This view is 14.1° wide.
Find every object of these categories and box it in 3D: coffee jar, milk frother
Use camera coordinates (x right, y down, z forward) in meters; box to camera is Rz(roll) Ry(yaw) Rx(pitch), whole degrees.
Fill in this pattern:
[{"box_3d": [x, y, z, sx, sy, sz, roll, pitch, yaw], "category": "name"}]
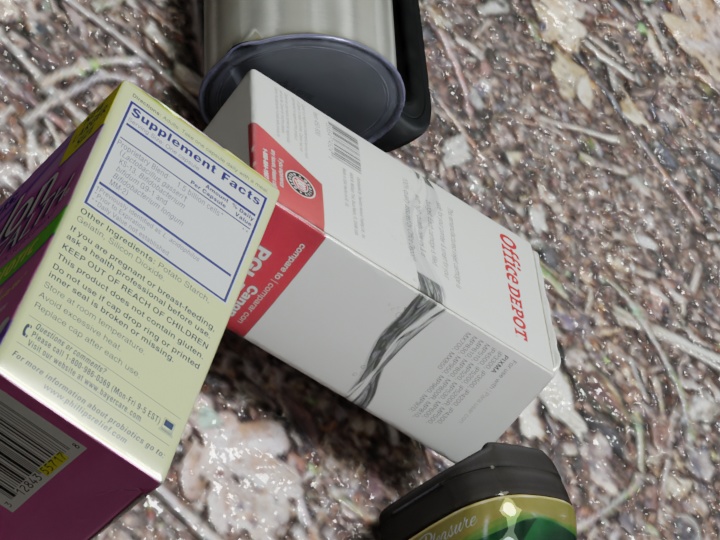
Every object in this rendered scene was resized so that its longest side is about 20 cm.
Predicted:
[{"box_3d": [0.077, 0.195, 1.522, 0.085, 0.104, 0.201, 12, 54, -43], "category": "coffee jar"}, {"box_3d": [0.013, -0.181, 1.670, 0.180, 0.200, 0.189, 22, 49, -33], "category": "milk frother"}]

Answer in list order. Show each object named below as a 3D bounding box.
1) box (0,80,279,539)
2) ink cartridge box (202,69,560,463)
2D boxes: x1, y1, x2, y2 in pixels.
[{"box_3d": [-0.148, 0.042, 1.387, 0.097, 0.176, 0.200, 36, 44, -15], "category": "box"}, {"box_3d": [0.000, 0.000, 1.582, 0.200, 0.083, 0.147, 32, 23, -19], "category": "ink cartridge box"}]
